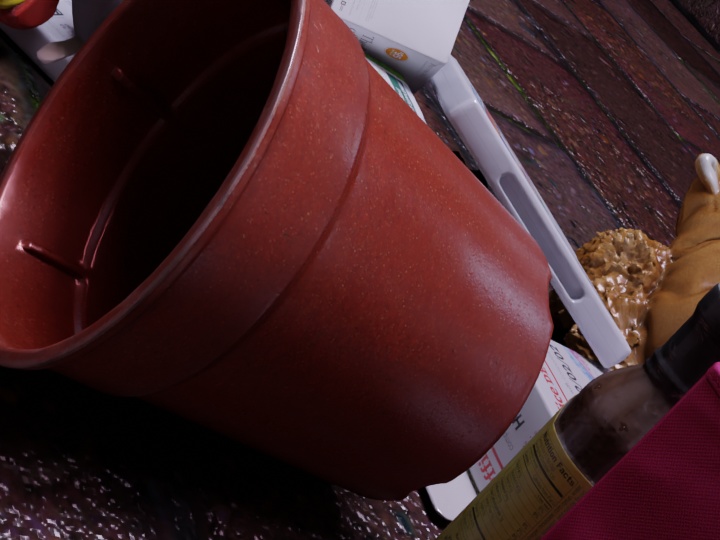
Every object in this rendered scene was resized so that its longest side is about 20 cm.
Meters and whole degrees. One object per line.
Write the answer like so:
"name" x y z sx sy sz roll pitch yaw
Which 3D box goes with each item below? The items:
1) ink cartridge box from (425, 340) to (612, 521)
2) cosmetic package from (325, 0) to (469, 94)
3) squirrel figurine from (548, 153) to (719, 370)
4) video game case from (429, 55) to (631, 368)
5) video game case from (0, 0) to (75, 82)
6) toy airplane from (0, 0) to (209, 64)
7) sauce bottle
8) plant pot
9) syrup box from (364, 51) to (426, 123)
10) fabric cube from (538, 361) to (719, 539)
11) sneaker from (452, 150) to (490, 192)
"ink cartridge box" 0.115 0.102 0.756 0.199 0.068 0.116 25 27 -36
"cosmetic package" 0.004 -0.149 0.908 0.082 0.051 0.200 20 -9 -9
"squirrel figurine" 0.233 0.009 0.963 0.142 0.198 0.188 76 17 -57
"video game case" 0.103 -0.047 0.863 0.183 0.024 0.200 56 8 -14
"video game case" -0.136 -0.129 0.833 0.200 0.023 0.182 44 23 8
"toy airplane" -0.177 -0.184 0.626 0.199 0.142 0.200 13 -31 46
"sauce bottle" 0.103 0.091 0.585 0.064 0.200 0.065 36 21 -16
"plant pot" -0.029 -0.005 0.580 0.195 0.201 0.202 36 21 -34
"syrup box" -0.062 -0.112 0.783 0.199 0.082 0.079 28 24 -31
"fabric cube" 0.166 0.189 0.508 0.195 0.200 0.201 20 30 -39
"sneaker" 0.065 -0.025 0.892 0.200 0.078 0.070 46 23 13
